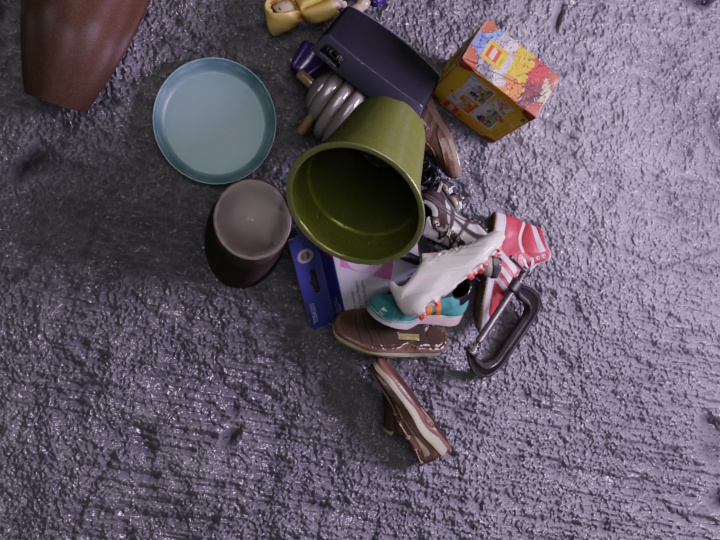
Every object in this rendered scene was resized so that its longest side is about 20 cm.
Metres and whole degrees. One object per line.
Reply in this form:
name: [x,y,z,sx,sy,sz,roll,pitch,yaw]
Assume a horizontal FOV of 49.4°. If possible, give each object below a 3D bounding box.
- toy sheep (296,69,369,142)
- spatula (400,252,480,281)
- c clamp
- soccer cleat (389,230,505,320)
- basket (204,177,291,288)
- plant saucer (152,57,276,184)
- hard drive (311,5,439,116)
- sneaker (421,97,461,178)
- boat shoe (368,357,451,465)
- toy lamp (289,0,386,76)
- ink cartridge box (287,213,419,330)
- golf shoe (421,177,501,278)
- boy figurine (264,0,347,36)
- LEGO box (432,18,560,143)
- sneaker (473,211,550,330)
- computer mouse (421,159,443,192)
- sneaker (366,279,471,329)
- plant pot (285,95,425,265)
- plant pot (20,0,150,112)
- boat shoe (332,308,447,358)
toy sheep: [-0.027,-0.249,1.256,0.199,0.138,0.139,38,81,-6]
spatula: [0.124,-0.012,1.249,0.197,0.057,0.021,9,118,-41]
c clamp: [0.230,0.083,1.288,0.170,0.027,0.203,23,99,-49]
soccer cleat: [0.133,-0.008,1.185,0.199,0.069,0.078,-37,80,-9]
basket: [-0.167,-0.068,1.181,0.133,0.200,0.184,17,83,-10]
plant saucer: [-0.235,-0.239,1.264,0.195,0.027,0.205,1,87,-12]
hard drive: [0.031,-0.326,1.229,0.198,0.042,0.136,36,48,-7]
sneaker: [0.102,-0.238,1.316,0.074,0.070,0.203,-24,85,0]
boat shoe: [0.065,0.237,1.269,0.074,0.075,0.204,-36,103,4]
toy lamp: [-0.041,-0.396,1.296,0.058,0.058,0.201,42,78,-6]
ink cartridge box: [0.000,0.000,1.233,0.197,0.043,0.199,-24,133,-12]
golf shoe: [0.151,-0.055,1.276,0.093,0.078,0.201,-23,58,-21]
boy figurine: [-0.074,-0.459,1.277,0.198,0.065,0.126,-31,63,0]
LEGO box: [0.209,-0.298,1.266,0.148,0.200,0.078,36,82,-8]
sneaker: [0.258,0.010,1.325,0.110,0.071,0.205,13,83,-7]
computer mouse: [0.041,-0.101,1.279,0.200,0.138,0.053,-48,134,-4]
sneaker: [0.097,0.041,1.247,0.197,0.071,0.081,0,124,-39]
plant pot: [0.015,-0.148,1.117,0.198,0.201,0.192,30,44,-8]
plant pot: [-0.428,-0.349,1.170,0.183,0.187,0.204,18,98,-9]
boat shoe: [0.041,0.115,1.273,0.196,0.076,0.073,13,62,-18]
